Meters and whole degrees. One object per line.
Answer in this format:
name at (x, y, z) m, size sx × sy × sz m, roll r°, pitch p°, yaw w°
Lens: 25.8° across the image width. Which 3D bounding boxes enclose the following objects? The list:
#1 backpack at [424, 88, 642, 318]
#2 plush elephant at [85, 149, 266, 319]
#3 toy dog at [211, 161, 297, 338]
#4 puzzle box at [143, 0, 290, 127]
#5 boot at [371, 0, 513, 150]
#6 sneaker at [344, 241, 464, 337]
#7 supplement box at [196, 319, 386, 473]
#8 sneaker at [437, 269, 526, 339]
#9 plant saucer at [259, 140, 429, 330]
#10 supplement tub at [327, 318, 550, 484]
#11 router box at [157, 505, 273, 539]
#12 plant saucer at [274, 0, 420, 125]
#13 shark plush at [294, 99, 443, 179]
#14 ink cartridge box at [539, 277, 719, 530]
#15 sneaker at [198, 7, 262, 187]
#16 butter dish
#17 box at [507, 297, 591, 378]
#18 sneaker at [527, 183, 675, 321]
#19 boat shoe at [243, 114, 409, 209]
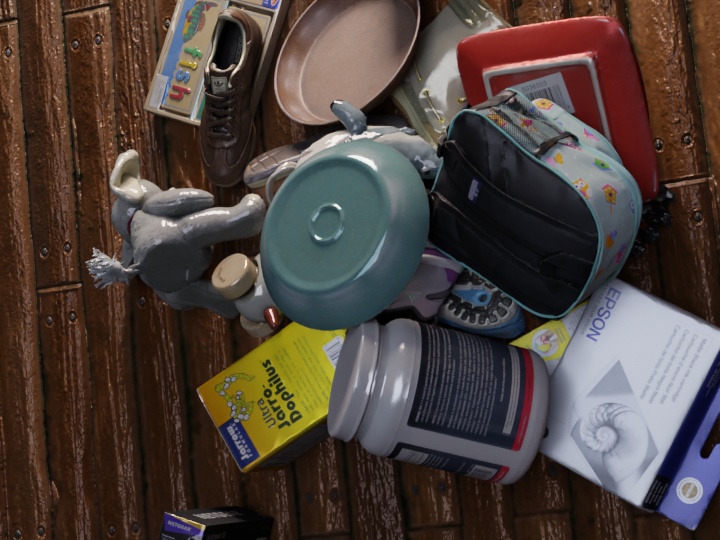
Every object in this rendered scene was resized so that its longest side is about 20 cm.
backpack at (0.178, -0.062, 1.543) m, size 0.200 × 0.153 × 0.177 m, roll 42°, pitch 132°, yaw 28°
plush elephant at (-0.220, -0.047, 1.784) m, size 0.198 × 0.166 × 0.155 m, roll -4°, pitch 40°, yaw -16°
toy dog at (-0.068, -0.006, 1.704) m, size 0.201 × 0.131 × 0.096 m, roll -58°, pitch 42°, yaw 10°
puzzle box at (-0.165, -0.264, 1.845) m, size 0.132 × 0.025 × 0.202 m, roll 17°, pitch 89°, yaw 18°
boot at (0.122, -0.199, 1.717) m, size 0.154 × 0.072 × 0.201 m, roll -41°, pitch 69°, yaw 14°
sneaker at (0.000, 0.000, 1.630) m, size 0.199 × 0.078 × 0.141 m, roll 21°, pitch 82°, yaw 7°
supplement box at (-0.058, 0.123, 1.721) m, size 0.199 × 0.109 × 0.110 m, roll -35°, pitch 75°, yaw 11°
sneaker at (0.095, 0.034, 1.698) m, size 0.199 × 0.090 × 0.079 m, roll 23°, pitch 76°, yaw 40°
plant saucer at (-0.026, -0.041, 1.566) m, size 0.199 × 0.036 × 0.202 m, roll -12°, pitch 67°, yaw 29°
supplement tub at (0.078, 0.128, 1.577) m, size 0.198 × 0.140 × 0.142 m, roll 14°, pitch 88°, yaw -10°
router box at (-0.168, 0.338, 1.685) m, size 0.052 × 0.200 × 0.159 m, roll 14°, pitch 89°, yaw 19°
plant saucer at (-0.009, -0.242, 1.751) m, size 0.199 × 0.034 × 0.202 m, roll -21°, pitch 52°, yaw 30°
shark plush at (0.033, -0.103, 1.668) m, size 0.198 × 0.084 × 0.091 m, roll 17°, pitch 133°, yaw 1°
ink cartridge box at (0.292, 0.133, 1.598) m, size 0.199 × 0.041 × 0.201 m, roll 26°, pitch 94°, yaw 17°
sneaker at (-0.158, -0.198, 1.782) m, size 0.070 × 0.075 × 0.202 m, roll 3°, pitch 84°, yaw 18°
butter dish at (0.227, -0.177, 1.649) m, size 0.199 × 0.148 × 0.201 m, roll -3°, pitch 112°, yaw 36°
box at (0.198, 0.123, 1.672) m, size 0.199 × 0.048 × 0.118 m, roll -29°, pitch 77°, yaw 11°
sneaker at (0.237, -0.037, 1.660) m, size 0.200 × 0.071 × 0.098 m, roll -38°, pitch 49°, yaw -5°
boat shoe at (-0.030, -0.118, 1.768) m, size 0.199 × 0.076 × 0.072 m, roll -18°, pitch 112°, yaw 14°
